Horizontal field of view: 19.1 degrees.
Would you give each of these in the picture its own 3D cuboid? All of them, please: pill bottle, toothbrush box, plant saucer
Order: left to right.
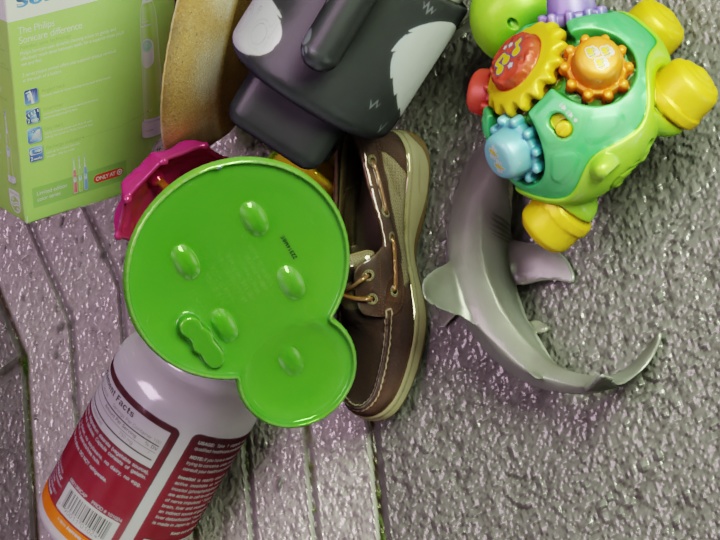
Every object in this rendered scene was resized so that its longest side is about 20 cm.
[{"bbox_3d":[-0.216,-0.155,1.586,0.086,0.145,0.200,29,129,43],"label":"toothbrush box"},{"bbox_3d":[-0.143,0.116,1.540,0.113,0.113,0.200,48,116,38],"label":"pill bottle"},{"bbox_3d":[-0.095,-0.172,1.514,0.035,0.200,0.201,13,94,7],"label":"plant saucer"}]

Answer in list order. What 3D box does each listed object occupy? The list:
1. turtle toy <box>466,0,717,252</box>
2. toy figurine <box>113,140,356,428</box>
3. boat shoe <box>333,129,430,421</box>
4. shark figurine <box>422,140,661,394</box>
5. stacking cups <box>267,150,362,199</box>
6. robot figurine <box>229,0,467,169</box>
[{"bbox_3d":[0.121,-0.116,1.301,0.146,0.101,0.200,-46,30,21],"label":"turtle toy"},{"bbox_3d":[-0.094,-0.010,1.446,0.150,0.200,0.184,-34,27,-5],"label":"toy figurine"},{"bbox_3d":[0.000,0.000,1.441,0.072,0.072,0.201,4,87,46],"label":"boat shoe"},{"bbox_3d":[0.086,0.026,1.343,0.128,0.089,0.215,-53,49,28],"label":"shark figurine"},{"bbox_3d":[-0.079,-0.030,1.539,0.200,0.060,0.061,-40,58,37],"label":"stacking cups"},{"bbox_3d":[-0.002,-0.164,1.375,0.200,0.125,0.150,-57,36,12],"label":"robot figurine"}]
